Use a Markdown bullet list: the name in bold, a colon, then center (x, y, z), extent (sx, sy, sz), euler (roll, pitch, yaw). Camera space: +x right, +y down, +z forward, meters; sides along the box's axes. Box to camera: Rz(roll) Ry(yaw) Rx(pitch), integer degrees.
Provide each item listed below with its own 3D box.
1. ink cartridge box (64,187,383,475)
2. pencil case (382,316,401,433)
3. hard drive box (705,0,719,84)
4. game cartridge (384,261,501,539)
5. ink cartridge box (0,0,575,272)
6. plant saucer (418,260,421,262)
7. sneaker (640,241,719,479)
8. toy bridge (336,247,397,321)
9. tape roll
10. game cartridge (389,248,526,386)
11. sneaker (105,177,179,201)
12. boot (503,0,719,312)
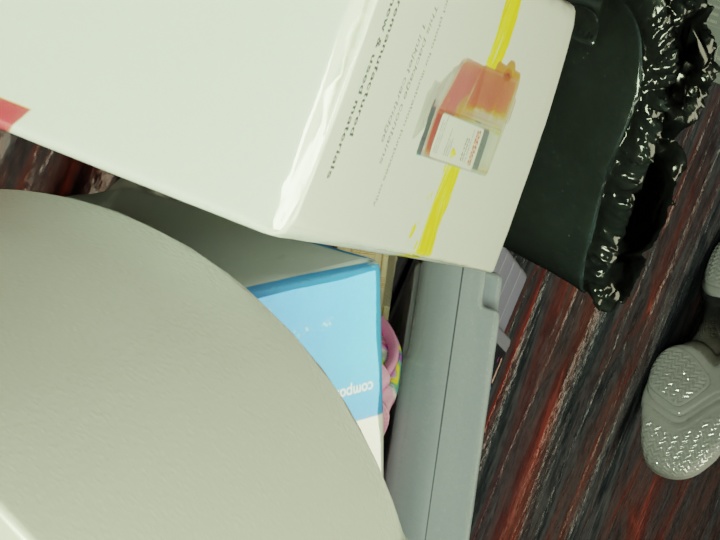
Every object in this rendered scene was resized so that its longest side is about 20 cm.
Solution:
- **ink cartridge box**: center (-0.052, 0.089, 0.768), extent (0.068, 0.116, 0.201), euler (-12, 108, -36)
- **pencil case**: center (-0.037, 0.102, 1.099), extent (0.087, 0.087, 0.201), euler (-47, 153, -52)
- **hard drive box**: center (0.207, -0.218, 1.507), extent (0.156, 0.077, 0.201), euler (-54, 159, -44)
- **game cartridge**: center (0.021, 0.079, 1.152), extent (0.200, 0.040, 0.134), euler (108, -13, -77)
- **ink cartridge box**: center (-0.040, -0.064, 0.752), extent (0.200, 0.145, 0.084), euler (12, 98, -75)
- **plant saucer**: center (0.053, -0.100, 1.235), extent (0.200, 0.029, 0.201), euler (-57, 161, -33)
- **sneaker**: center (0.246, 0.077, 2.035), extent (0.114, 0.075, 0.201), euler (83, 30, -56)
- **toy bridge**: center (0.000, 0.000, 1.151), extent (0.067, 0.027, 0.201), euler (-83, -179, -50)
- **tape roll**: center (-0.102, 0.094, 0.650), extent (0.139, 0.202, 0.204), euler (-34, 143, -65)
- **game cartridge**: center (0.021, 0.078, 1.360), extent (0.201, 0.038, 0.130), euler (-67, 160, -5)
- **sneaker**: center (-0.077, 0.049, 0.936), extent (0.201, 0.074, 0.082), euler (-63, 174, 11)
- **boot**: center (0.017, -0.033, 0.948), extent (0.073, 0.162, 0.199), euler (-25, 135, -66)
